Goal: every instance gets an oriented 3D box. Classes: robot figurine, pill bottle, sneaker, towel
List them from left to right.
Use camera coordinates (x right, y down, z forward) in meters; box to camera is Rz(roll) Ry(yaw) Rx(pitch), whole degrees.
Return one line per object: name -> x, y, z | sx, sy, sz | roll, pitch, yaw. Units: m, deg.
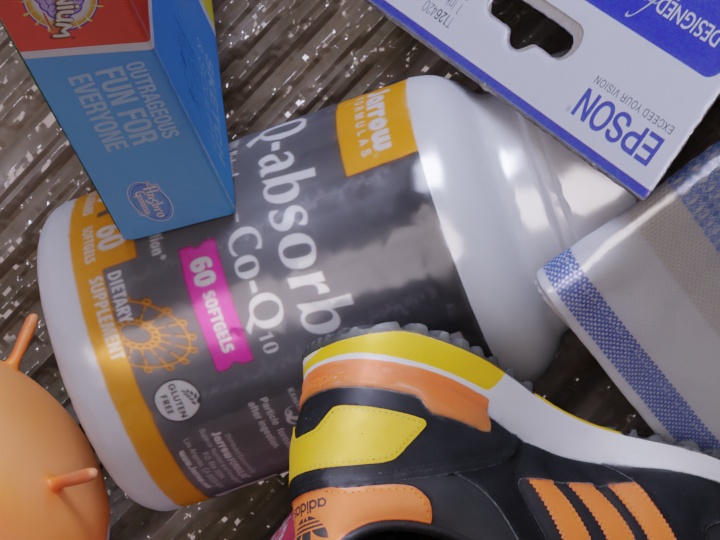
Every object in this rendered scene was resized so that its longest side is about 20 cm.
robot figurine -> -0.167, 0.107, 0.990 | 0.117, 0.144, 0.200 | 46, 108, -1
pill bottle -> 0.000, 0.000, 0.973 | 0.200, 0.116, 0.116 | -20, 87, 8
sneaker -> 0.060, 0.093, 0.914 | 0.200, 0.070, 0.090 | 26, 59, -24
towel -> 0.167, -0.011, 0.926 | 0.200, 0.024, 0.147 | -37, 128, 8

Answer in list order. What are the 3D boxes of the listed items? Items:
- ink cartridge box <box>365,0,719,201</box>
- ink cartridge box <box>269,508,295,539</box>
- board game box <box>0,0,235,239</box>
ink cartridge box -> 0.110, -0.134, 0.931 | 0.047, 0.198, 0.200 | 27, 99, -36
ink cartridge box -> -0.014, 0.190, 0.967 | 0.145, 0.083, 0.200 | 36, 104, -5
board game box -> -0.089, -0.134, 0.926 | 0.040, 0.153, 0.200 | -13, 55, 7
